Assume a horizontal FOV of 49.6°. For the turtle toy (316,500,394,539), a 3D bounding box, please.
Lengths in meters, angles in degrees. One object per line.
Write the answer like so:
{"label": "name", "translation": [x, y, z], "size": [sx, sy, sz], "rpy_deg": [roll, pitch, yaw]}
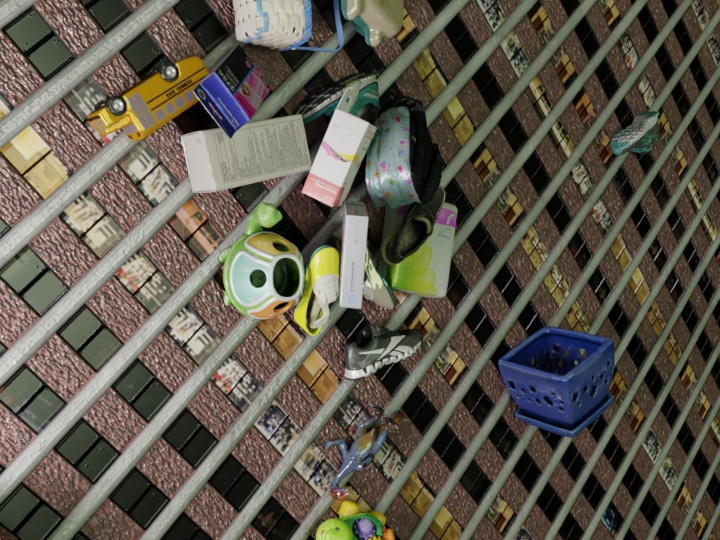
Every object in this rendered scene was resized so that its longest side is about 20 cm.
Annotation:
{"label": "turtle toy", "translation": [-0.012, 0.526, 1.494], "size": [0.199, 0.101, 0.147], "rpy_deg": [32, 73, -33]}

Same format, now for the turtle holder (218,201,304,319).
{"label": "turtle holder", "translation": [-0.154, -0.009, 1.349], "size": [0.140, 0.131, 0.187], "rpy_deg": [28, 76, -34]}

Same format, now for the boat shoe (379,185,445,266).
{"label": "boat shoe", "translation": [0.115, -0.089, 1.511], "size": [0.073, 0.065, 0.201], "rpy_deg": [43, 68, -24]}

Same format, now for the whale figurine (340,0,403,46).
{"label": "whale figurine", "translation": [0.004, -0.497, 1.449], "size": [0.200, 0.103, 0.161], "rpy_deg": [-26, 114, -58]}

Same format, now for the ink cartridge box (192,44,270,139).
{"label": "ink cartridge box", "translation": [-0.209, -0.299, 1.289], "size": [0.095, 0.037, 0.201], "rpy_deg": [53, 27, -23]}

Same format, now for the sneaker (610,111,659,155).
{"label": "sneaker", "translation": [0.733, -0.341, 2.051], "size": [0.199, 0.077, 0.092], "rpy_deg": [-36, 116, -29]}

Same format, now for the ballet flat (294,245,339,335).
{"label": "ballet flat", "translation": [-0.069, 0.043, 1.386], "size": [0.066, 0.201, 0.067], "rpy_deg": [-10, 53, -29]}

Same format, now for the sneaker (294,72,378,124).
{"label": "sneaker", "translation": [-0.035, -0.312, 1.469], "size": [0.199, 0.077, 0.080], "rpy_deg": [-30, 118, -33]}

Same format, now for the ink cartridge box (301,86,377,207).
{"label": "ink cartridge box", "translation": [-0.028, -0.220, 1.405], "size": [0.067, 0.116, 0.202], "rpy_deg": [24, 99, 5]}

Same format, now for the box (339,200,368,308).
{"label": "box", "translation": [-0.014, -0.033, 1.375], "size": [0.041, 0.200, 0.158], "rpy_deg": [4, 102, -4]}

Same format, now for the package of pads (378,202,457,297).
{"label": "package of pads", "translation": [0.118, -0.051, 1.595], "size": [0.153, 0.068, 0.202], "rpy_deg": [12, 85, -36]}

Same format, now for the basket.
{"label": "basket", "translation": [-0.122, -0.472, 1.352], "size": [0.198, 0.139, 0.178], "rpy_deg": [-9, 98, -28]}

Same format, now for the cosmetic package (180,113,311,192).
{"label": "cosmetic package", "translation": [-0.194, -0.202, 1.341], "size": [0.199, 0.087, 0.105], "rpy_deg": [-17, 102, -37]}

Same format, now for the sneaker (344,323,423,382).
{"label": "sneaker", "translation": [0.045, 0.142, 1.547], "size": [0.199, 0.066, 0.091], "rpy_deg": [-22, 107, -32]}

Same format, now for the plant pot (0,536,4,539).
{"label": "plant pot", "translation": [-0.535, 0.451, 1.048], "size": [0.200, 0.199, 0.177], "rpy_deg": [-50, 129, -24]}

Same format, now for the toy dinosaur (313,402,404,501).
{"label": "toy dinosaur", "translation": [0.009, 0.363, 1.520], "size": [0.199, 0.105, 0.183], "rpy_deg": [20, 100, -48]}

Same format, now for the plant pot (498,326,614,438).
{"label": "plant pot", "translation": [0.458, 0.260, 1.789], "size": [0.199, 0.199, 0.182], "rpy_deg": [-28, 114, -33]}

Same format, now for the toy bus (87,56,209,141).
{"label": "toy bus", "translation": [-0.333, -0.272, 1.248], "size": [0.200, 0.065, 0.079], "rpy_deg": [-43, 117, -28]}

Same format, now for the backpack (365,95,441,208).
{"label": "backpack", "translation": [0.079, -0.211, 1.496], "size": [0.167, 0.125, 0.202], "rpy_deg": [52, 35, -46]}

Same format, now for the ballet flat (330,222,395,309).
{"label": "ballet flat", "translation": [0.000, 0.000, 1.513], "size": [0.069, 0.069, 0.201], "rpy_deg": [-34, 106, -31]}
